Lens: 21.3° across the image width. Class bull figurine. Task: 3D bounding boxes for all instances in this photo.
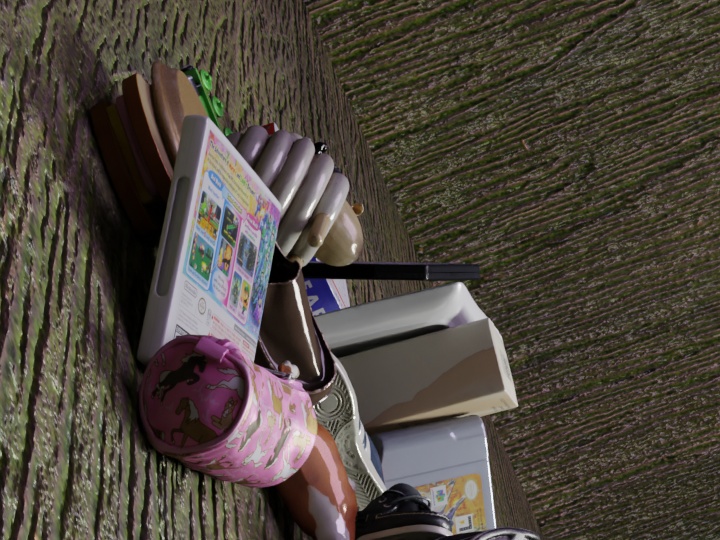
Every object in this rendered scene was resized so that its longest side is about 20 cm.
[{"bbox_3d":[-0.044,0.171,1.597,0.121,0.065,0.202,-100,169,-79],"label":"bull figurine"}]

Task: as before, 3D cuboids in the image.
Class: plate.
[{"bbox_3d":[0.025,0.068,1.932,0.200,0.198,0.033,47,32,-73],"label":"plate"}]

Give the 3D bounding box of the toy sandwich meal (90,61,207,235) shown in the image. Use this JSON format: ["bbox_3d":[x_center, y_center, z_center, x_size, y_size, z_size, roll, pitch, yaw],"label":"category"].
[{"bbox_3d":[-0.151,-0.075,1.548,0.205,0.070,0.207,-21,90,-86],"label":"toy sandwich meal"}]

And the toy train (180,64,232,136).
[{"bbox_3d":[-0.137,-0.104,1.866,0.202,0.041,0.056,67,17,-6],"label":"toy train"}]

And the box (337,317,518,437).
[{"bbox_3d":[0.049,0.117,1.906,0.095,0.198,0.079,43,32,-71],"label":"box"}]

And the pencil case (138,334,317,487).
[{"bbox_3d":[-0.091,0.101,1.345,0.200,0.082,0.088,41,37,-73],"label":"pencil case"}]

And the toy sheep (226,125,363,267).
[{"bbox_3d":[-0.084,-0.068,1.763,0.199,0.138,0.138,34,13,-8],"label":"toy sheep"}]

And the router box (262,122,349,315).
[{"bbox_3d":[-0.072,-0.038,2.123,0.180,0.048,0.201,-100,166,-61],"label":"router box"}]

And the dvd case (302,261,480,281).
[{"bbox_3d":[0.000,0.000,1.853,0.142,0.198,0.018,1,91,-66],"label":"dvd case"}]

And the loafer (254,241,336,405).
[{"bbox_3d":[-0.080,0.028,1.663,0.071,0.073,0.201,-24,-81,55],"label":"loafer"}]

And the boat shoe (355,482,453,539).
[{"bbox_3d":[0.032,0.220,1.660,0.199,0.074,0.067,130,-27,-67],"label":"boat shoe"}]

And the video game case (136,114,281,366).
[{"bbox_3d":[-0.109,0.004,1.433,0.200,0.023,0.184,51,46,-68],"label":"video game case"}]

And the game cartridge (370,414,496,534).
[{"bbox_3d":[0.069,0.252,1.872,0.041,0.132,0.202,5,-76,62],"label":"game cartridge"}]

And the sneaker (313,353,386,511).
[{"bbox_3d":[-0.031,0.146,1.781,0.085,0.074,0.202,-109,-179,-66],"label":"sneaker"}]

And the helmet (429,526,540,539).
[{"bbox_3d":[0.073,0.310,1.540,0.199,0.190,0.202,25,47,-30],"label":"helmet"}]

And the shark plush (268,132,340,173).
[{"bbox_3d":[-0.067,-0.095,1.905,0.090,0.199,0.084,-10,96,-43],"label":"shark plush"}]
